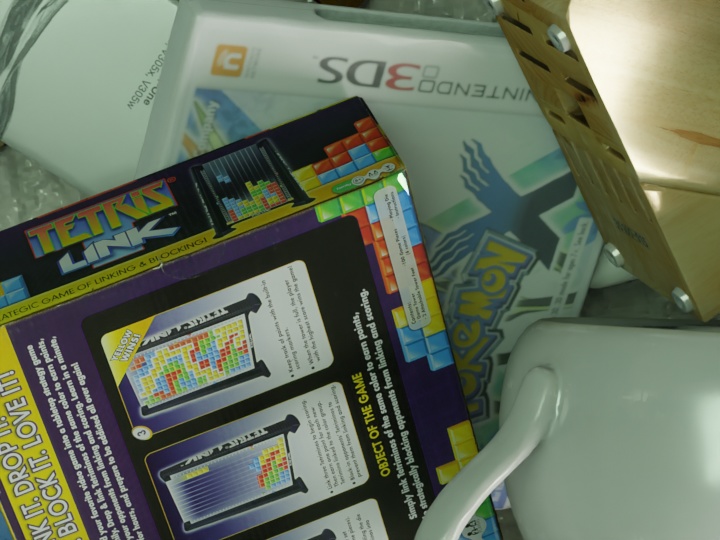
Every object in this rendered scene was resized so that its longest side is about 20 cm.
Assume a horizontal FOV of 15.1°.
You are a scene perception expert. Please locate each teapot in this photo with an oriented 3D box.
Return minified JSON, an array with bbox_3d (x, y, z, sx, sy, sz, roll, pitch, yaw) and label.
[{"bbox_3d":[0.136,0.091,0.947,0.200,0.197,0.146,3,90,16],"label":"teapot"}]

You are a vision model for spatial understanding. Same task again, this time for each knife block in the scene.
[{"bbox_3d":[0.154,-0.075,0.945,0.176,0.064,0.200,-36,123,-11],"label":"knife block"}]

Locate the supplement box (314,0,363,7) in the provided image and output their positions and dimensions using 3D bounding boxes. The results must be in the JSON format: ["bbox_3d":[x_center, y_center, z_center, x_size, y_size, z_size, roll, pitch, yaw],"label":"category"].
[{"bbox_3d":[-0.073,-0.191,1.031,0.200,0.110,0.086,30,84,12],"label":"supplement box"}]

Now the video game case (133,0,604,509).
[{"bbox_3d":[0.000,0.000,0.976,0.182,0.022,0.200,3,121,-24],"label":"video game case"}]

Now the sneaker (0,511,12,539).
[{"bbox_3d":[-0.143,0.098,1.075,0.200,0.074,0.082,36,96,10],"label":"sneaker"}]

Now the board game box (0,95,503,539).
[{"bbox_3d":[-0.046,0.057,0.947,0.165,0.057,0.200,-20,127,-6],"label":"board game box"}]

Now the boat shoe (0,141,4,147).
[{"bbox_3d":[-0.208,-0.010,1.090,0.065,0.071,0.200,37,96,10],"label":"boat shoe"}]

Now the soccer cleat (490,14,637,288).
[{"bbox_3d":[0.074,-0.088,1.025,0.085,0.069,0.200,-30,90,12],"label":"soccer cleat"}]

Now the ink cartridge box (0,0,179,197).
[{"bbox_3d":[-0.125,-0.105,1.007,0.200,0.146,0.084,33,101,-6],"label":"ink cartridge box"}]
